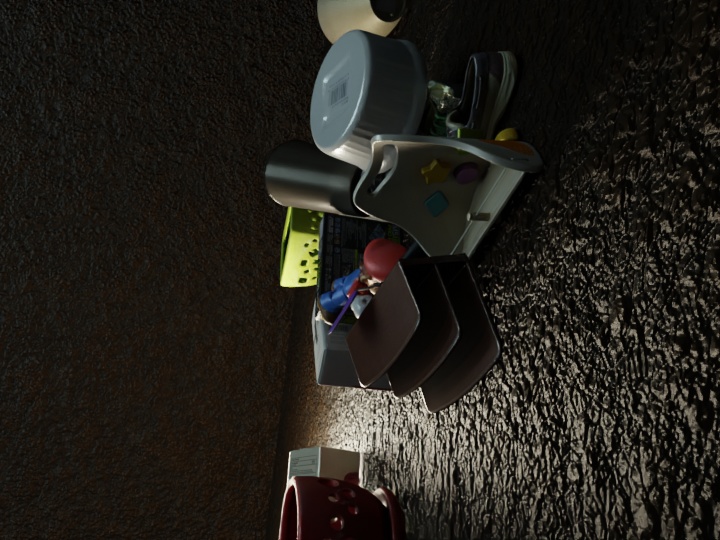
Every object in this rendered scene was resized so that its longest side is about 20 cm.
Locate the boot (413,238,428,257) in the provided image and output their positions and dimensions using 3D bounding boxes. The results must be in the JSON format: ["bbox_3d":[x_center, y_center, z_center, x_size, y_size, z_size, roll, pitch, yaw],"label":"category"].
[{"bbox_3d":[0.090,-0.001,0.985,0.200,0.067,0.192,166,99,-77],"label":"boot"}]

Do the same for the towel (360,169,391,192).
[{"bbox_3d":[0.053,-0.211,1.096,0.200,0.084,0.169,17,-100,-83],"label":"towel"}]

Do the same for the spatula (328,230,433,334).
[{"bbox_3d":[0.028,0.010,0.824,0.199,0.021,0.057,-41,0,-13],"label":"spatula"}]

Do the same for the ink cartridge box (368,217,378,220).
[{"bbox_3d":[0.006,-0.153,1.414,0.201,0.082,0.147,-102,22,-57],"label":"ink cartridge box"}]

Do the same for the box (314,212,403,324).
[{"bbox_3d":[0.000,0.000,1.169,0.044,0.158,0.203,123,151,-60],"label":"box"}]

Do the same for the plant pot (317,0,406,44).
[{"bbox_3d":[0.020,-0.607,1.453,0.200,0.185,0.190,32,115,62],"label":"plant pot"}]

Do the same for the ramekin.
[{"bbox_3d":[0.004,-0.255,0.944,0.200,0.096,0.204,-24,62,55],"label":"ramekin"}]

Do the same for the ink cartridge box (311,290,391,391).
[{"bbox_3d":[-0.013,0.125,1.190,0.201,0.142,0.085,-102,23,-59],"label":"ink cartridge box"}]

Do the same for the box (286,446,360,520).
[{"bbox_3d":[-0.080,0.476,1.308,0.127,0.108,0.203,-25,55,48],"label":"box"}]

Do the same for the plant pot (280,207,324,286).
[{"bbox_3d":[-0.117,-0.081,1.730,0.202,0.178,0.201,-97,18,-48],"label":"plant pot"}]

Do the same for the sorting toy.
[{"bbox_3d":[0.087,-0.106,0.759,0.201,0.177,0.108,114,159,-53],"label":"sorting toy"}]

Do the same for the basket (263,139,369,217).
[{"bbox_3d":[-0.058,-0.177,1.246,0.198,0.179,0.138,16,103,36],"label":"basket"}]

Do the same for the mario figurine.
[{"bbox_3d":[0.020,0.033,0.932,0.199,0.105,0.125,-32,47,53],"label":"mario figurine"}]

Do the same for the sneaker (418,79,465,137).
[{"bbox_3d":[0.124,-0.216,0.927,0.200,0.076,0.090,157,119,-85],"label":"sneaker"}]

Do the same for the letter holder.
[{"bbox_3d":[0.074,0.096,0.798,0.201,0.099,0.144,-58,44,51],"label":"letter holder"}]

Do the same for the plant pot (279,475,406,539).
[{"bbox_3d":[-0.030,0.434,0.997,0.200,0.179,0.204,-172,90,-79],"label":"plant pot"}]

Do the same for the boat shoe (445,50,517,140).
[{"bbox_3d":[0.142,-0.191,0.826,0.073,0.064,0.202,-98,18,-46],"label":"boat shoe"}]
